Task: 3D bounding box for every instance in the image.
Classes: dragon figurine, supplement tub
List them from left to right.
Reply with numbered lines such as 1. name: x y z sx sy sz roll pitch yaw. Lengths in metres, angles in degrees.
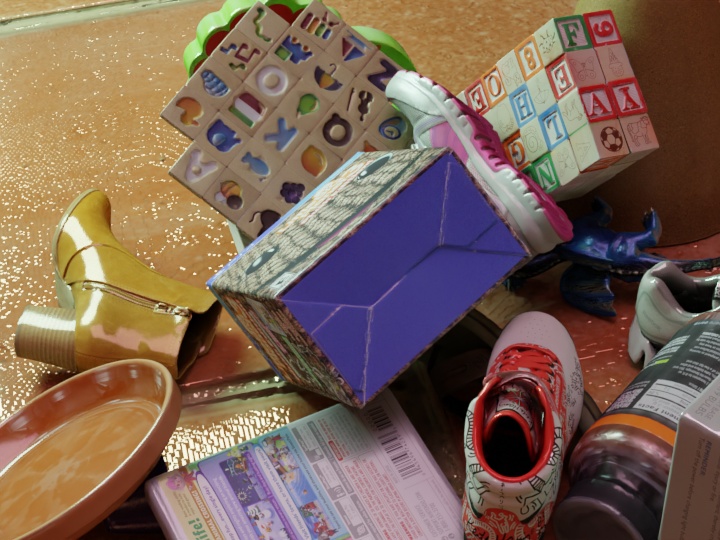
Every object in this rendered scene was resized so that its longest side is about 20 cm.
1. dragon figurine: 0.185 -0.005 1.367 0.099 0.059 0.199 -35 40 -31
2. supplement tub: 0.206 0.119 1.154 0.107 0.107 0.200 21 44 32

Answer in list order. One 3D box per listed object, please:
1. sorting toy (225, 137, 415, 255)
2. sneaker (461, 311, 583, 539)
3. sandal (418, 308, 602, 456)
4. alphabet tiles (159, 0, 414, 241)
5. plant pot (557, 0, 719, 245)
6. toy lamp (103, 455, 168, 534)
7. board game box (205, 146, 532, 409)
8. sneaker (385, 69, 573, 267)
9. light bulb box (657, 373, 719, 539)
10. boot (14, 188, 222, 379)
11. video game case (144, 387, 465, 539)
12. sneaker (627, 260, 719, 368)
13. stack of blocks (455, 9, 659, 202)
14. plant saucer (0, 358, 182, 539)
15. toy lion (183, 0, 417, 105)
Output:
1. sorting toy: -0.025 -0.030 1.410 0.199 0.107 0.181 1 48 -9
2. sneaker: 0.107 0.082 1.129 0.067 0.108 0.202 10 51 9
3. sandal: 0.088 0.080 1.255 0.057 0.080 0.201 -40 47 -20
4. alphabet tiles: -0.054 -0.117 1.392 0.166 0.006 0.200 38 66 0
5. plant pot: 0.236 -0.154 1.449 0.185 0.201 0.187 -3 36 2
6. toy lamp: -0.080 0.138 1.213 0.199 0.058 0.058 -12 36 -13
7. board game box: 0.000 0.000 1.246 0.159 0.097 0.200 -41 13 -13
8. sneaker: 0.071 -0.072 1.360 0.088 0.081 0.200 -43 60 13
9. light bulb box: 0.310 0.121 1.022 0.199 0.125 0.198 27 47 29
10. boot: -0.177 0.014 1.399 0.143 0.071 0.202 6 40 7
11. video game case: -0.017 0.181 1.127 0.181 0.022 0.200 -20 55 -20
12. sneaker: 0.288 0.047 1.265 0.199 0.081 0.075 13 38 22
13. stack of blocks: 0.142 -0.111 1.411 0.058 0.200 0.116 -13 79 -29
14. plant saucer: -0.206 0.135 1.201 0.199 0.032 0.201 -26 23 12
15. toy lion: -0.046 -0.154 1.494 0.199 0.193 0.069 -12 36 -10
